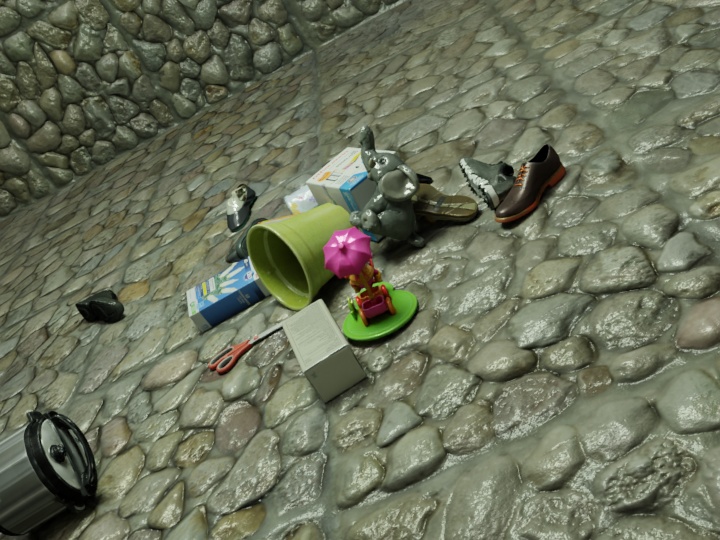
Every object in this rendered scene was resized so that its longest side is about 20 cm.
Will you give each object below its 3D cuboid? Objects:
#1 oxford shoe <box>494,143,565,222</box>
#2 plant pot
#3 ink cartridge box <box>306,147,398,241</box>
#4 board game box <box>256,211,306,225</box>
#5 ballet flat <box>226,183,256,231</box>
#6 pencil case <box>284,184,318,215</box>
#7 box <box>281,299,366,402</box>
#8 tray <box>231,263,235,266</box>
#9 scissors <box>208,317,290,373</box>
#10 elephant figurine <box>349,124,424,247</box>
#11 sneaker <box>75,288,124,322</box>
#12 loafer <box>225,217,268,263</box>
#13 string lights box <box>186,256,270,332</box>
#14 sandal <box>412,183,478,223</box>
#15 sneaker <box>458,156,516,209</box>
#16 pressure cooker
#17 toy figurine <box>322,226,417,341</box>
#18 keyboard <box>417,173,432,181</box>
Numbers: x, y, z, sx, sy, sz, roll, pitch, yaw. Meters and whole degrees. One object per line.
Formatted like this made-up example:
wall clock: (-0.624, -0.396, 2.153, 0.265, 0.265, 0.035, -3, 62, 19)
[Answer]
oxford shoe: (0.319, -0.169, 1.623, 0.071, 0.073, 0.200, 8, 46, 50)
plant pot: (-0.105, -0.047, 1.750, 0.184, 0.201, 0.200, -34, 25, -31)
ink cartridge box: (0.005, -0.176, 1.878, 0.147, 0.145, 0.200, -41, 28, -19)
board game box: (-0.141, -0.080, 1.892, 0.200, 0.096, 0.030, -10, 13, 24)
ballet flat: (-0.345, -0.185, 2.340, 0.073, 0.073, 0.200, -20, 29, 20)
pencil case: (-0.092, -0.193, 2.077, 0.200, 0.083, 0.091, -33, 31, -3)
box: (-0.068, 0.139, 1.490, 0.095, 0.078, 0.200, -31, 27, -1)
tray: (-0.247, -0.013, 1.997, 0.200, 0.022, 0.107, -17, 31, 26)
scissors: (-0.227, 0.144, 1.716, 0.200, 0.014, 0.073, -39, 26, -12)
elephant figurine: (0.062, -0.172, 1.691, 0.141, 0.155, 0.200, 28, 102, 51)
sneaker: (-0.683, 0.086, 2.226, 0.200, 0.076, 0.091, 2, 35, 45)
loafer: (-0.276, -0.074, 2.053, 0.063, 0.072, 0.200, -24, 14, 24)
string lights box: (-0.292, 0.046, 1.889, 0.200, 0.059, 0.103, -30, 36, 4)
sandal: (0.162, -0.130, 1.751, 0.200, 0.054, 0.080, 18, 58, 38)
sneaker: (0.271, -0.195, 1.731, 0.090, 0.067, 0.200, -28, 31, 1)
pressure cooker: (-0.582, 0.368, 1.524, 0.200, 0.176, 0.179, -33, 30, 4)
toy figurine: (0.000, 0.000, 1.529, 0.150, 0.184, 0.200, -23, 25, 5)
keyboard: (0.081, -0.222, 1.988, 0.104, 0.040, 0.200, 2, 12, -25)
